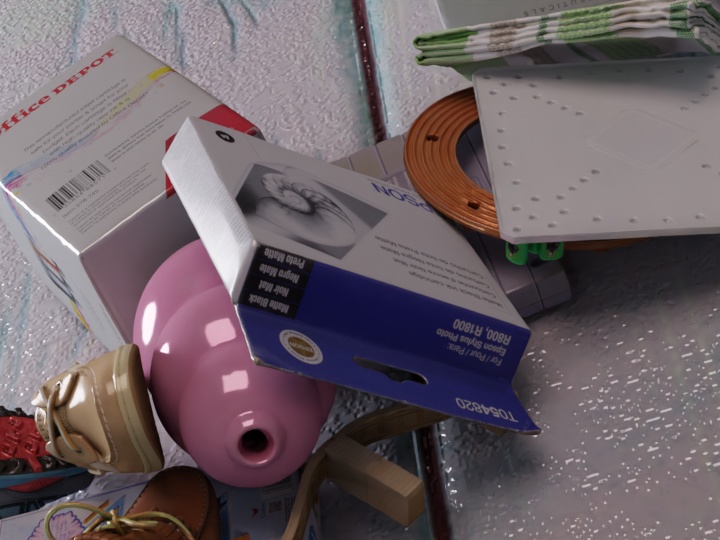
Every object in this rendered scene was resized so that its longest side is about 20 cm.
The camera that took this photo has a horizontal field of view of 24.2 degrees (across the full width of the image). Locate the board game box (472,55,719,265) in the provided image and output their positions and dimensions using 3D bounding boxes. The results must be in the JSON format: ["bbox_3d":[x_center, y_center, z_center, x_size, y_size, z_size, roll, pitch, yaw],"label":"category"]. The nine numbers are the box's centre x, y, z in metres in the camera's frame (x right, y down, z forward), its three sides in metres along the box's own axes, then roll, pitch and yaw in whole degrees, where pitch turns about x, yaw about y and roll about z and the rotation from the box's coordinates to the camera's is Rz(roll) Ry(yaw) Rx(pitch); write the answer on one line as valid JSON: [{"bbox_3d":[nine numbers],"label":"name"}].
[{"bbox_3d":[0.177,-0.073,1.060,0.197,0.026,0.201,-3,36,0],"label":"board game box"}]

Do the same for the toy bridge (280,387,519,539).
[{"bbox_3d":[0.006,0.118,0.945,0.067,0.027,0.200,27,48,31],"label":"toy bridge"}]

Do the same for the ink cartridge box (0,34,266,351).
[{"bbox_3d":[-0.150,-0.040,1.144,0.145,0.145,0.200,-37,42,-15],"label":"ink cartridge box"}]

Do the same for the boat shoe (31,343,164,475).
[{"bbox_3d":[-0.152,0.087,0.958,0.064,0.072,0.200,-12,-6,-13],"label":"boat shoe"}]

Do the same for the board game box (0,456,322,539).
[{"bbox_3d":[-0.116,0.203,0.942,0.197,0.041,0.201,-15,40,10],"label":"board game box"}]

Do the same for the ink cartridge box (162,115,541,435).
[{"bbox_3d":[0.000,0.000,0.959,0.041,0.198,0.201,-58,36,22],"label":"ink cartridge box"}]

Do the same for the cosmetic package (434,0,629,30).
[{"bbox_3d":[0.124,-0.293,1.242,0.165,0.201,0.167,-11,40,15],"label":"cosmetic package"}]

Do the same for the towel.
[{"bbox_3d":[0.151,-0.152,1.150,0.198,0.149,0.031,-6,86,24],"label":"towel"}]

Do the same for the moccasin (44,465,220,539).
[{"bbox_3d":[-0.132,0.163,0.881,0.073,0.079,0.202,-6,26,29],"label":"moccasin"}]

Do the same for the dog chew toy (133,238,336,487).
[{"bbox_3d":[-0.067,0.057,0.956,0.123,0.126,0.200,-23,22,1],"label":"dog chew toy"}]

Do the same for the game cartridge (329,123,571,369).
[{"bbox_3d":[0.052,-0.026,1.119,0.128,0.039,0.201,-25,40,5],"label":"game cartridge"}]

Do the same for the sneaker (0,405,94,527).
[{"bbox_3d":[-0.258,0.150,1.044,0.198,0.097,0.079,-12,33,-29],"label":"sneaker"}]

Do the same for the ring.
[{"bbox_3d":[0.126,-0.068,1.097,0.198,0.019,0.201,2,36,-2],"label":"ring"}]
